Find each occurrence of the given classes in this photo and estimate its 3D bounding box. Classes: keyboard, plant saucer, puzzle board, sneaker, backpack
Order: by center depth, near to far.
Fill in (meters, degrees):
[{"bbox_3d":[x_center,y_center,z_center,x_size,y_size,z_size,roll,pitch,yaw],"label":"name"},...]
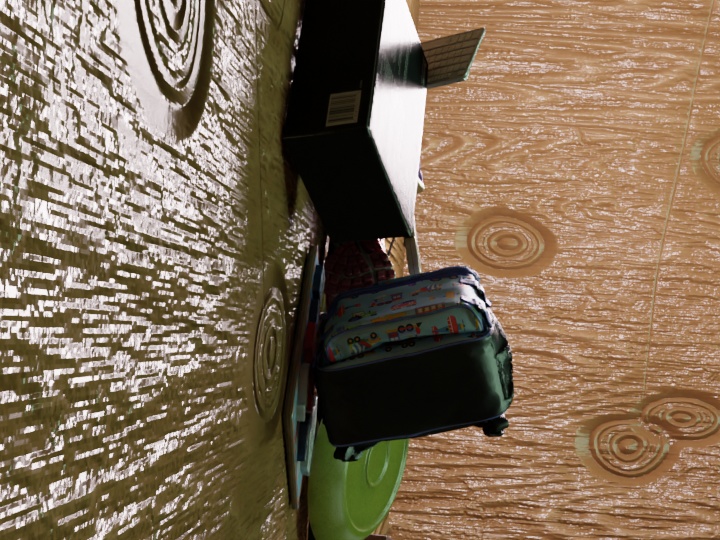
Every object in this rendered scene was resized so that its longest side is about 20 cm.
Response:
[{"bbox_3d":[0.050,0.071,1.375,0.200,0.182,0.135,-74,151,-71],"label":"backpack"},{"bbox_3d":[-0.049,0.099,1.387,0.151,0.017,0.201,88,7,-49],"label":"puzzle board"},{"bbox_3d":[0.039,-0.189,1.397,0.011,0.200,0.057,32,67,-35],"label":"keyboard"},{"bbox_3d":[0.006,0.190,1.505,0.200,0.031,0.201,-39,134,-56],"label":"plant saucer"},{"bbox_3d":[0.000,0.000,1.548,0.075,0.080,0.201,91,4,-53],"label":"sneaker"}]

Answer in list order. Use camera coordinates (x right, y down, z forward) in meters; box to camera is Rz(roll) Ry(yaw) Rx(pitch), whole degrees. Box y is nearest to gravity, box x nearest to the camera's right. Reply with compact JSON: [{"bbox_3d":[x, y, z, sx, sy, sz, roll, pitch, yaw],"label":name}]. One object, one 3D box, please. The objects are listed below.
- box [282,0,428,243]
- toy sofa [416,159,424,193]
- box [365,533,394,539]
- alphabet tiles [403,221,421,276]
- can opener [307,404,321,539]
[{"bbox_3d":[0.000,-0.145,1.259,0.141,0.078,0.201,62,28,-48],"label":"box"},{"bbox_3d":[0.025,-0.158,1.643,0.200,0.097,0.083,79,15,-71],"label":"toy sofa"},{"bbox_3d":[0.013,0.401,1.951,0.200,0.075,0.101,49,45,-72],"label":"box"},{"bbox_3d":[0.042,-0.078,1.462,0.196,0.015,0.201,71,11,-73],"label":"alphabet tiles"},{"bbox_3d":[-0.019,0.202,1.557,0.079,0.063,0.201,73,20,-80],"label":"can opener"}]
